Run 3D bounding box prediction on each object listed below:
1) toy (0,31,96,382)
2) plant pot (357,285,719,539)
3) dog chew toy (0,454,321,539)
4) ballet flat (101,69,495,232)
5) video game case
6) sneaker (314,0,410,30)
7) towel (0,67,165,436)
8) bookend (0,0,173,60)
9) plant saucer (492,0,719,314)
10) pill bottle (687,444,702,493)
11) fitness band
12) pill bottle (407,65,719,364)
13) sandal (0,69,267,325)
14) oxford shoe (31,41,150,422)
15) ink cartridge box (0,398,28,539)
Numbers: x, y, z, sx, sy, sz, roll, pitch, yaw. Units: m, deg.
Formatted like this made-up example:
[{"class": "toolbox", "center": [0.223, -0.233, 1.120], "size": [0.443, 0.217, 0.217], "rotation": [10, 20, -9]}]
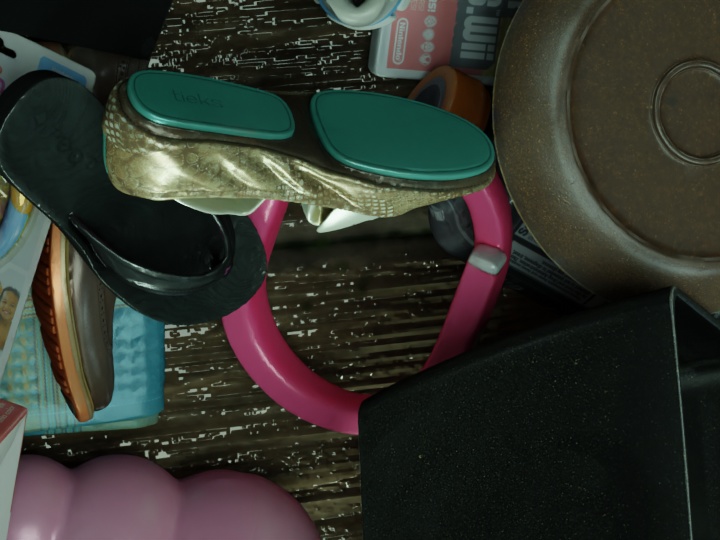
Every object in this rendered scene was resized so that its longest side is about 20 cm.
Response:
[{"class": "toy", "center": [-0.216, -0.028, 1.216], "size": [0.115, 0.047, 0.200], "rotation": [26, 113, 19]}, {"class": "plant pot", "center": [0.105, 0.133, 1.227], "size": [0.177, 0.199, 0.200], "rotation": [-8, 76, 20]}, {"class": "dog chew toy", "center": [-0.123, 0.155, 1.306], "size": [0.200, 0.125, 0.125], "rotation": [18, 101, -10]}, {"class": "ballet flat", "center": [-0.033, -0.054, 1.177], "size": [0.200, 0.071, 0.065], "rotation": [9, 132, -20]}, {"class": "video game case", "center": [0.110, -0.168, 1.317], "size": [0.200, 0.017, 0.143], "rotation": [4, 105, -16]}, {"class": "sneaker", "center": [-0.002, -0.218, 1.229], "size": [0.075, 0.087, 0.200], "rotation": [-6, 103, 5]}, {"class": "towel", "center": [-0.178, -0.007, 1.291], "size": [0.146, 0.022, 0.200], "rotation": [-4, 106, -14]}, {"class": "bookend", "center": [-0.212, -0.192, 1.174], "size": [0.200, 0.199, 0.092], "rotation": [5, 111, -62]}, {"class": "plant saucer", "center": [0.163, -0.077, 1.213], "size": [0.200, 0.034, 0.201], "rotation": [1, 86, -20]}, {"class": "pill bottle", "center": [0.105, 0.165, 1.367], "size": [0.200, 0.111, 0.111], "rotation": [-36, 112, -2]}, {"class": "fitness band", "center": [0.000, 0.000, 1.277], "size": [0.143, 0.037, 0.200], "rotation": [27, 126, 7]}, {"class": "pill bottle", "center": [0.110, -0.035, 1.311], "size": [0.200, 0.106, 0.106], "rotation": [29, 98, -19]}, {"class": "sandal", "center": [-0.109, -0.024, 1.201], "size": [0.075, 0.048, 0.200], "rotation": [-56, 136, -5]}, {"class": "oxford shoe", "center": [-0.133, -0.019, 1.252], "size": [0.073, 0.071, 0.200], "rotation": [-6, 105, -18]}, {"class": "ink cartridge box", "center": [-0.279, 0.101, 1.227], "size": [0.200, 0.068, 0.117], "rotation": [18, 116, 8]}]
